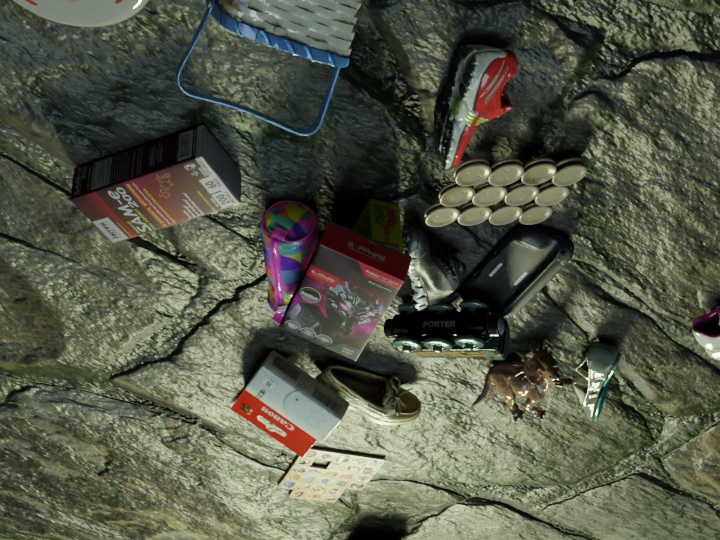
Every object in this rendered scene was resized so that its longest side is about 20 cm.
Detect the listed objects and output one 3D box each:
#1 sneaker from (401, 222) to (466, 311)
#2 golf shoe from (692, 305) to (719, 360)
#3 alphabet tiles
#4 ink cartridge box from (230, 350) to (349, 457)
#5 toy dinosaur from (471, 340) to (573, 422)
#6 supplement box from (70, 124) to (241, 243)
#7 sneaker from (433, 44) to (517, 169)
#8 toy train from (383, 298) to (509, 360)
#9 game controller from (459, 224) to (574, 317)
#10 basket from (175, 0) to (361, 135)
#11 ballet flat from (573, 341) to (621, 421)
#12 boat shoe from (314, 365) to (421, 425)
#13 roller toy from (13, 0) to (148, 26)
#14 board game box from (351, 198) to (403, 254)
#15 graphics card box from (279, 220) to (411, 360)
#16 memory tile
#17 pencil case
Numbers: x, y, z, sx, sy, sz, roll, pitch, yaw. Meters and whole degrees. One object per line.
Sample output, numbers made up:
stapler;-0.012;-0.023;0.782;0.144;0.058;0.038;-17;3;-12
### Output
sneaker;0.109;-0.012;1.738;0.090;0.067;0.200;-9;146;4
golf shoe;0.621;0.077;1.881;0.200;0.075;0.091;-33;131;32
alphabet tiles;-0.063;0.404;2.316;0.167;0.008;0.200;11;141;-18
ink cartridge box;-0.130;0.242;2.013;0.160;0.047;0.200;35;134;-3
toy dinosaur;0.268;0.180;1.990;0.200;0.086;0.136;-8;135;34
supplement box;-0.271;-0.113;1.578;0.200;0.061;0.109;-16;141;18
sneaker;0.147;-0.199;1.487;0.085;0.077;0.200;-2;146;-16
toy train;0.138;0.099;1.848;0.200;0.085;0.114;-4;155;27
game controller;0.234;0.002;1.792;0.104;0.042;0.200;26;136;-12
basket;-0.091;-0.261;1.313;0.176;0.139;0.200;18;108;-25
ballet flat;0.399;0.187;2.031;0.064;0.067;0.200;21;144;14
boat shoe;0.020;0.211;2.013;0.200;0.073;0.063;15;142;-21
roller toy;-0.283;-0.352;1.198;0.182;0.140;0.200;2;148;10
board game box;0.000;0.000;1.711;0.048;0.102;0.200;11;141;-19
graphics card box;-0.024;0.032;1.634;0.125;0.051;0.200;24;138;-6
memory tile;0.197;-0.107;1.616;0.200;0.017;0.153;-1;150;-23
pencil case;-0.099;-0.009;1.702;0.088;0.088;0.200;-2;140;-1
